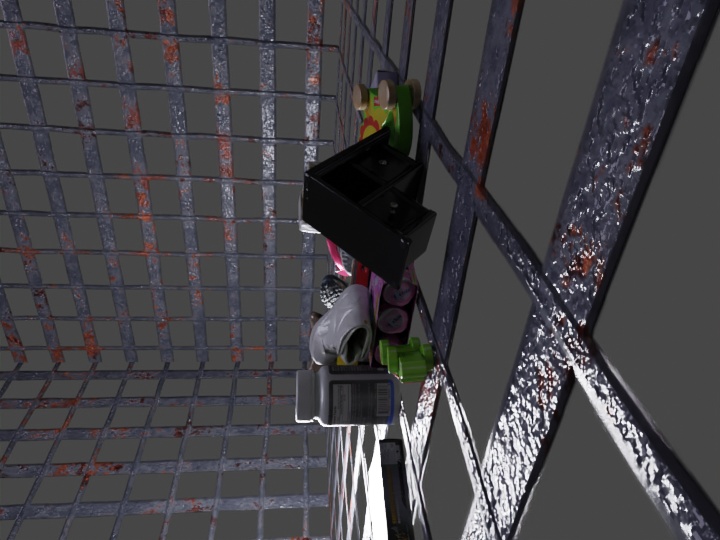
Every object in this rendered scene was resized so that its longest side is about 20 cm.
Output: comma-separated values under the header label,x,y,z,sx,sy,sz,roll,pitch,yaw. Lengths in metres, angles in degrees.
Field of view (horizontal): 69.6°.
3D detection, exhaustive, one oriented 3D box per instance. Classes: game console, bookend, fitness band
label,x,y,z,sx,sy,sz,roll,pitch,yaw
game console,0.000,0.000,1.047,0.178,0.030,0.204,-90,5,-61
bookend,0.047,-0.105,0.794,0.199,0.198,0.093,37,141,23
fitness band,-0.053,-0.059,1.604,0.200,0.037,0.147,23,-126,-68

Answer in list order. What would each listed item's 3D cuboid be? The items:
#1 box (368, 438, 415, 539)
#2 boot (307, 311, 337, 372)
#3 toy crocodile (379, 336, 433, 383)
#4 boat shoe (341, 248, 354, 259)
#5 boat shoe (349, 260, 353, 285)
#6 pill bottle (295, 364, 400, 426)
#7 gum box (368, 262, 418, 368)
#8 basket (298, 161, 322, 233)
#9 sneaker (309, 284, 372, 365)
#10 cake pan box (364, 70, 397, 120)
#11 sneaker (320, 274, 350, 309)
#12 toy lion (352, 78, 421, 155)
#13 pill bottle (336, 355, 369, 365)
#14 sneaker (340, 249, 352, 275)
label,x,y,z,sx,sy,sz,roll,pitch,yaw
box,0.053,0.435,0.940,0.160,0.047,0.203,100,169,-49
boot,-0.087,0.200,1.143,0.148,0.069,0.201,-60,-39,-20
toy crocodile,0.069,0.140,0.789,0.200,0.066,0.063,177,88,-85
boat shoe,0.023,-0.080,0.884,0.073,0.070,0.200,62,-151,-9
boat shoe,0.002,0.027,1.225,0.063,0.072,0.204,35,-129,-55
pill bottle,-0.027,0.242,1.008,0.114,0.195,0.117,-179,90,-83
gum box,0.052,0.061,0.922,0.114,0.065,0.203,-98,11,-54
basket,-0.051,-0.177,1.289,0.125,0.195,0.137,106,164,-46
sneaker,-0.041,0.133,0.942,0.117,0.072,0.202,-97,30,-49
cake pan box,0.041,-0.308,1.131,0.200,0.051,0.189,153,116,-82
sneaker,-0.035,0.063,1.311,0.200,0.076,0.088,50,-144,-42
toy lion,0.042,-0.241,0.947,0.200,0.067,0.196,-144,48,-64
pill bottle,0.003,0.200,1.118,0.113,0.110,0.204,-106,18,-66
sneaker,-0.014,-0.055,1.534,0.083,0.073,0.203,76,-169,-47
